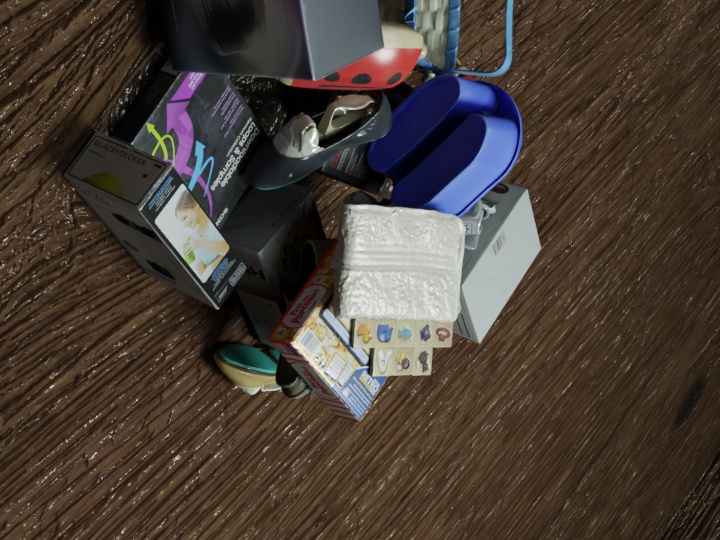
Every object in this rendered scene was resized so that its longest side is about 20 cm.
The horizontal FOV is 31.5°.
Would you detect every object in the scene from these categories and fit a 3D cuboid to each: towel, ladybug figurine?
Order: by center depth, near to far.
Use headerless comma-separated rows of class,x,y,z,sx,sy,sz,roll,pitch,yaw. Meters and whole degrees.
ladybug figurine,-0.022,-0.246,1.458,0.136,0.198,0.073,-177,-92,-84
towel,0.049,-0.006,1.484,0.199,0.034,0.134,2,92,-43

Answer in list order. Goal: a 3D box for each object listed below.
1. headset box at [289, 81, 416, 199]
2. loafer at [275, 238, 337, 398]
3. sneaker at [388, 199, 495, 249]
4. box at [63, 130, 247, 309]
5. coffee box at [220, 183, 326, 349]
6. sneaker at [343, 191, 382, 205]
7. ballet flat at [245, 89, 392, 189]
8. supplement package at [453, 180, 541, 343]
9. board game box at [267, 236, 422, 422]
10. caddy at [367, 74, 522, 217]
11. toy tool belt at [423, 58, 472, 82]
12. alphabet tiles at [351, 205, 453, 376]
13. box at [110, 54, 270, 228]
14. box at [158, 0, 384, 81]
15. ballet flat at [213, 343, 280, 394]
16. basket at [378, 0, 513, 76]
headset box,-0.012,-0.187,1.613,0.200,0.075,0.150,18,93,-59
loafer,-0.069,0.052,1.529,0.069,0.075,0.201,20,82,-38
sneaker,0.106,-0.066,1.827,0.200,0.114,0.075,-43,148,-37
box,-0.212,-0.050,1.342,0.060,0.116,0.200,-55,148,-18
coffee box,-0.098,-0.003,1.582,0.113,0.079,0.201,-51,145,-29
sneaker,0.000,0.000,1.596,0.074,0.087,0.201,-26,112,-47
ballet flat,-0.047,-0.161,1.478,0.199,0.073,0.073,-27,132,-24
supplement package,0.175,-0.023,1.973,0.200,0.110,0.156,-55,147,-24
board game box,-0.002,0.052,1.507,0.200,0.046,0.152,-55,127,-24
caddy,0.107,-0.149,1.583,0.200,0.142,0.105,-42,152,24
toy tool belt,0.135,-0.194,1.795,0.201,0.122,0.125,-61,149,-13
alphabet tiles,0.055,0.026,1.521,0.166,0.006,0.202,2,93,-43
box,-0.179,-0.143,1.414,0.143,0.036,0.200,-59,149,-16
box,-0.099,-0.302,1.256,0.123,0.197,0.201,-34,123,-44
ballet flat,-0.124,0.131,1.641,0.200,0.069,0.063,0,122,-56
basket,0.096,-0.327,1.562,0.139,0.199,0.178,12,84,-58
